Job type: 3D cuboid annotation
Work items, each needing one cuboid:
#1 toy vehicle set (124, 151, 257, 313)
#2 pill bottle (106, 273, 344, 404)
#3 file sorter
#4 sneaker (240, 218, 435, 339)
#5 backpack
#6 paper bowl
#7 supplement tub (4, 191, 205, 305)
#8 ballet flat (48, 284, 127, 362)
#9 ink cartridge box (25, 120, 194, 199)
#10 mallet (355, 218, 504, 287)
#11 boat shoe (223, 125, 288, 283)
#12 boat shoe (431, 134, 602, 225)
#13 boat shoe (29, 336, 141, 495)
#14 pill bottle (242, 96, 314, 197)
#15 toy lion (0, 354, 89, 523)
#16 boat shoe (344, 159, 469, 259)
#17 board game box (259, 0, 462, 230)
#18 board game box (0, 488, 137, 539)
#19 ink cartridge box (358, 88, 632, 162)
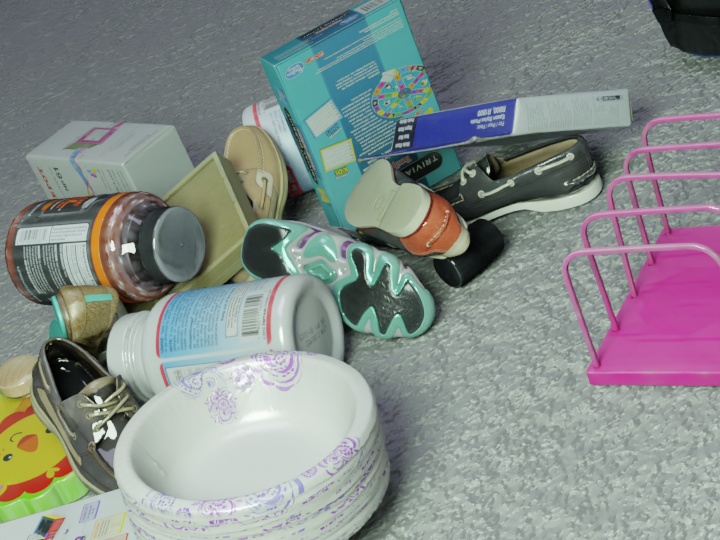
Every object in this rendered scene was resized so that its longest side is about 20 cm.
[{"bbox_3d":[-0.190,-0.011,1.441,0.199,0.026,0.125,-39,49,16],"label":"toy vehicle set"},{"bbox_3d":[-0.122,0.068,1.282,0.198,0.110,0.109,-8,31,27],"label":"pill bottle"},{"bbox_3d":[0.257,-0.022,1.125,0.138,0.126,0.200,-2,34,35],"label":"file sorter"},{"bbox_3d":[0.000,0.000,1.352,0.198,0.079,0.140,27,13,21],"label":"sneaker"},{"bbox_3d":[0.387,-0.314,1.491,0.189,0.202,0.154,-7,25,42],"label":"backpack"},{"bbox_3d":[-0.076,0.155,1.077,0.198,0.105,0.201,-10,29,6],"label":"paper bowl"},{"bbox_3d":[-0.243,-0.021,1.397,0.198,0.108,0.107,-3,33,37],"label":"supplement tub"},{"bbox_3d":[-0.256,0.055,1.372,0.072,0.069,0.200,-15,-16,-18],"label":"ballet flat"},{"bbox_3d":[-0.267,-0.087,1.632,0.199,0.146,0.085,9,42,46],"label":"ink cartridge box"},{"bbox_3d":[0.063,-0.031,1.397,0.066,0.041,0.199,-35,25,-19],"label":"mallet"},{"bbox_3d":[-0.117,-0.072,1.478,0.071,0.064,0.202,-28,53,27],"label":"boat shoe"},{"bbox_3d":[0.133,-0.085,1.407,0.198,0.061,0.074,-9,29,26],"label":"boat shoe"},{"bbox_3d":[-0.227,0.128,1.244,0.074,0.074,0.199,-30,48,-32],"label":"boat shoe"},{"bbox_3d":[-0.022,-0.161,1.595,0.198,0.110,0.109,-21,27,6],"label":"pill bottle"},{"bbox_3d":[-0.326,0.172,1.318,0.199,0.069,0.192,-29,35,-13],"label":"toy lion"},{"bbox_3d":[0.041,-0.054,1.353,0.072,0.062,0.200,-61,22,1],"label":"boat shoe"},{"bbox_3d":[0.003,-0.160,1.489,0.150,0.202,0.047,-29,28,-13],"label":"board game box"},{"bbox_3d":[-0.230,0.242,1.130,0.198,0.041,0.154,-17,28,13],"label":"board game box"},{"bbox_3d":[0.126,-0.143,1.411,0.198,0.041,0.199,-10,4,-34],"label":"ink cartridge box"}]
